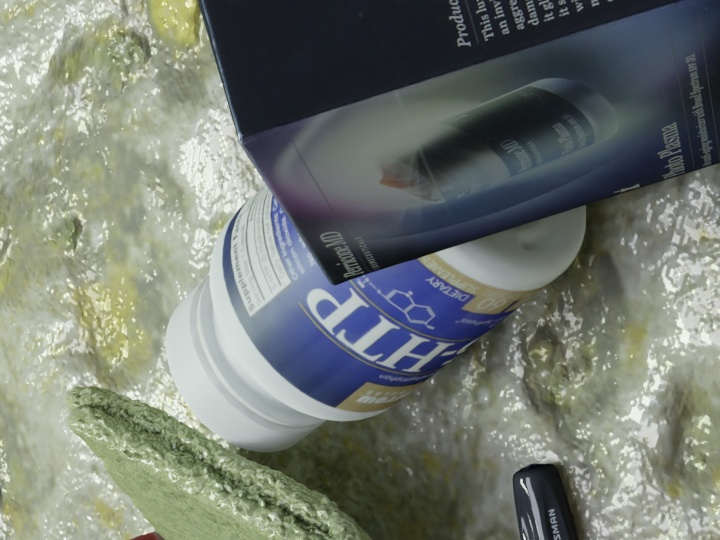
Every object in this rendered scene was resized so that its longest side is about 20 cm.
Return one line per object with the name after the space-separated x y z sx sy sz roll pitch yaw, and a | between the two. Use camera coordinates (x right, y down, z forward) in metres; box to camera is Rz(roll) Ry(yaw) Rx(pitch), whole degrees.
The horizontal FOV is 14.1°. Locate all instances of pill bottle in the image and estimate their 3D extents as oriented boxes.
0.000 0.000 1.350 0.200 0.119 0.120 -40 73 40 | pill bottle

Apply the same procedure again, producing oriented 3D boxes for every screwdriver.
0.100 0.190 1.359 0.028 0.029 0.202 -12 86 43 | screwdriver

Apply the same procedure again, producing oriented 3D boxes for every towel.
-0.051 0.126 1.429 0.199 0.149 0.037 24 70 37 | towel

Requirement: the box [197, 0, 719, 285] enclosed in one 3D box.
0.048 -0.098 1.154 0.197 0.200 0.124 -17 72 6 | box

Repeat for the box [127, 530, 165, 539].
-0.100 0.249 1.511 0.200 0.094 0.103 52 129 21 | box
